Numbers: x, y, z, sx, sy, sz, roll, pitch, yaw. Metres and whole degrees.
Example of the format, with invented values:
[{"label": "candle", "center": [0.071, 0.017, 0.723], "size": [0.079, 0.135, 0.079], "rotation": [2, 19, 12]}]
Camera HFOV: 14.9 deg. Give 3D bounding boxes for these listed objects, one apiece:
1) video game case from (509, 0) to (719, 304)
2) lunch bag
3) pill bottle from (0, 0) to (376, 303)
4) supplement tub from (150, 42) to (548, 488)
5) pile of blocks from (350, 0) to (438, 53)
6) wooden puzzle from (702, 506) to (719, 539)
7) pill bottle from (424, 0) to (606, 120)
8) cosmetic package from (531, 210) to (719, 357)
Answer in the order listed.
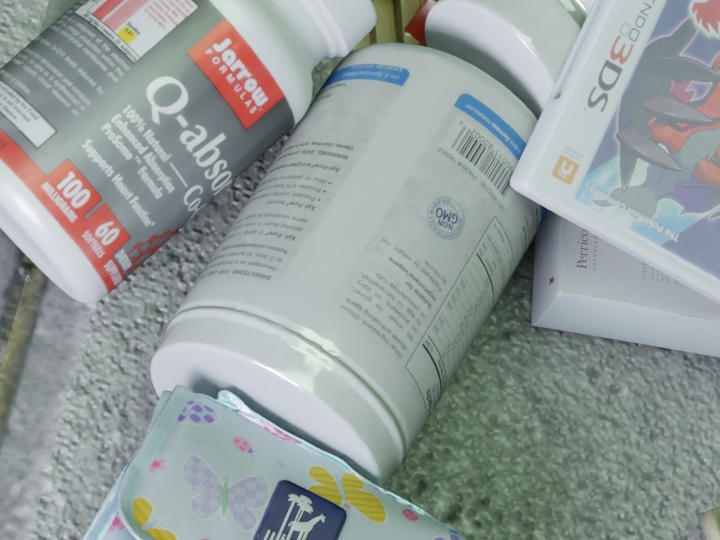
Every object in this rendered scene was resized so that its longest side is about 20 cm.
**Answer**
[{"label": "video game case", "center": [0.193, -0.078, 1.357], "size": [0.200, 0.023, 0.183], "rotation": [28, 84, -23]}, {"label": "lunch bag", "center": [-0.060, 0.169, 1.243], "size": [0.169, 0.127, 0.200], "rotation": [32, 75, -2]}, {"label": "pill bottle", "center": [-0.096, -0.089, 1.333], "size": [0.200, 0.116, 0.116], "rotation": [-43, 84, -9]}, {"label": "supplement tub", "center": [0.000, 0.000, 1.342], "size": [0.132, 0.132, 0.200], "rotation": [33, 63, -1]}, {"label": "pile of blocks", "center": [0.047, -0.185, 1.472], "size": [0.082, 0.062, 0.200], "rotation": [25, 63, -5]}, {"label": "wooden puzzle", "center": [0.288, 0.187, 1.399], "size": [0.200, 0.037, 0.185], "rotation": [-10, 71, -20]}, {"label": "pill bottle", "center": [0.132, -0.156, 1.404], "size": [0.110, 0.110, 0.200], "rotation": [46, 64, 6]}, {"label": "cosmetic package", "center": [0.172, -0.057, 1.461], "size": [0.150, 0.052, 0.200], "rotation": [11, 65, -13]}]
